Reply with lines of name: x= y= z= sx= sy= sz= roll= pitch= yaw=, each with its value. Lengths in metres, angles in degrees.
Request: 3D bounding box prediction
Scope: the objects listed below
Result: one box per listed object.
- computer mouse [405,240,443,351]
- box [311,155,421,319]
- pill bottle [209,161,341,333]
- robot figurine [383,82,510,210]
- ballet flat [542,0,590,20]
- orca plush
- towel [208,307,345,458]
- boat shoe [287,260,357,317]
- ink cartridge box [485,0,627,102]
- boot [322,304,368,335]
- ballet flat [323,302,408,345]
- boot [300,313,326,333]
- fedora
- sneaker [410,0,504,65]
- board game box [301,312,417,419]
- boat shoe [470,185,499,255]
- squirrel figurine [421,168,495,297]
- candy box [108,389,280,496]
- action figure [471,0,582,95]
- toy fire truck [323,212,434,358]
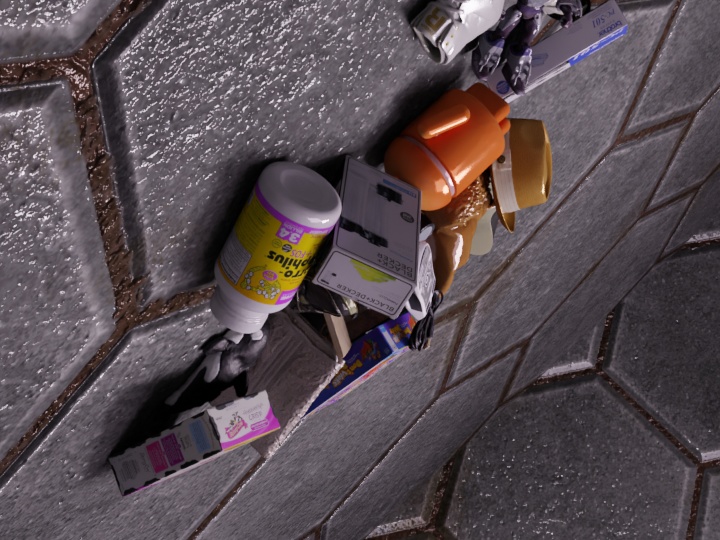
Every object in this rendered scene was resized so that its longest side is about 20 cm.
computer mouse: x=0.076 y=0.025 z=1.548 sx=0.201 sy=0.043 sz=0.111 roll=74 pitch=30 yaw=-55
box: x=0.012 y=-0.044 z=1.370 sx=0.060 sy=0.116 sz=0.201 roll=-56 pitch=-165 yaw=35
pill bottle: x=-0.108 y=-0.022 z=1.324 sx=0.104 sy=0.104 sz=0.201 roll=-19 pitch=147 yaw=-52
robot figurine: x=0.112 y=-0.163 z=1.496 sx=0.200 sy=0.117 sz=0.144 roll=-43 pitch=-166 yaw=-12
ballet flat: x=0.263 y=-0.367 z=1.481 sx=0.073 sy=0.073 sz=0.200 roll=-51 pitch=160 yaw=15
orca plush: x=-0.189 y=0.148 z=1.536 sx=0.199 sy=0.071 sz=0.106 roll=-39 pitch=160 yaw=-20
towel: x=-0.123 y=0.157 z=1.602 sx=0.201 sy=0.132 sz=0.034 roll=-53 pitch=164 yaw=16
boat shoe: x=-0.068 y=0.024 z=1.410 sx=0.066 sy=0.201 sz=0.072 roll=-33 pitch=118 yaw=-14
ink cartridge box: x=0.269 y=-0.298 z=1.539 sx=0.199 sy=0.045 sz=0.094 roll=-30 pitch=178 yaw=14
boot: x=-0.062 y=0.103 z=1.715 sx=0.201 sy=0.073 sz=0.095 roll=-57 pitch=156 yaw=15
ballet flat: x=-0.003 y=0.072 z=1.679 sx=0.199 sy=0.068 sz=0.068 roll=-31 pitch=175 yaw=-20
boot: x=-0.081 y=0.080 z=1.645 sx=0.201 sy=0.073 sz=0.075 roll=-51 pitch=170 yaw=5
fedora: x=0.241 y=-0.159 z=1.666 sx=0.081 sy=0.203 sz=0.200 roll=-5 pitch=169 yaw=16
sneaker: x=0.115 y=-0.311 z=1.273 sx=0.116 sy=0.074 sz=0.200 roll=-44 pitch=162 yaw=-16
board game box: x=-0.004 y=0.139 z=1.658 sx=0.199 sy=0.045 sz=0.134 roll=-38 pitch=171 yaw=28
boat shoe: x=0.202 y=-0.115 z=1.864 sx=0.203 sy=0.073 sz=0.064 roll=90 pitch=10 yaw=-50
squirrel figurine: x=0.148 y=-0.098 z=1.674 sx=0.186 sy=0.141 sz=0.201 roll=-37 pitch=162 yaw=-43
candy box: x=-0.227 y=0.237 z=1.533 sx=0.199 sy=0.062 sz=0.136 roll=-29 pitch=171 yaw=31
action figure: x=0.208 y=-0.321 z=1.408 sx=0.128 sy=0.070 sz=0.201 roll=9 pitch=139 yaw=-11
toy fire truck: x=0.000 y=0.000 z=1.555 sx=0.175 sy=0.129 sz=0.201 roll=-20 pitch=148 yaw=-53
